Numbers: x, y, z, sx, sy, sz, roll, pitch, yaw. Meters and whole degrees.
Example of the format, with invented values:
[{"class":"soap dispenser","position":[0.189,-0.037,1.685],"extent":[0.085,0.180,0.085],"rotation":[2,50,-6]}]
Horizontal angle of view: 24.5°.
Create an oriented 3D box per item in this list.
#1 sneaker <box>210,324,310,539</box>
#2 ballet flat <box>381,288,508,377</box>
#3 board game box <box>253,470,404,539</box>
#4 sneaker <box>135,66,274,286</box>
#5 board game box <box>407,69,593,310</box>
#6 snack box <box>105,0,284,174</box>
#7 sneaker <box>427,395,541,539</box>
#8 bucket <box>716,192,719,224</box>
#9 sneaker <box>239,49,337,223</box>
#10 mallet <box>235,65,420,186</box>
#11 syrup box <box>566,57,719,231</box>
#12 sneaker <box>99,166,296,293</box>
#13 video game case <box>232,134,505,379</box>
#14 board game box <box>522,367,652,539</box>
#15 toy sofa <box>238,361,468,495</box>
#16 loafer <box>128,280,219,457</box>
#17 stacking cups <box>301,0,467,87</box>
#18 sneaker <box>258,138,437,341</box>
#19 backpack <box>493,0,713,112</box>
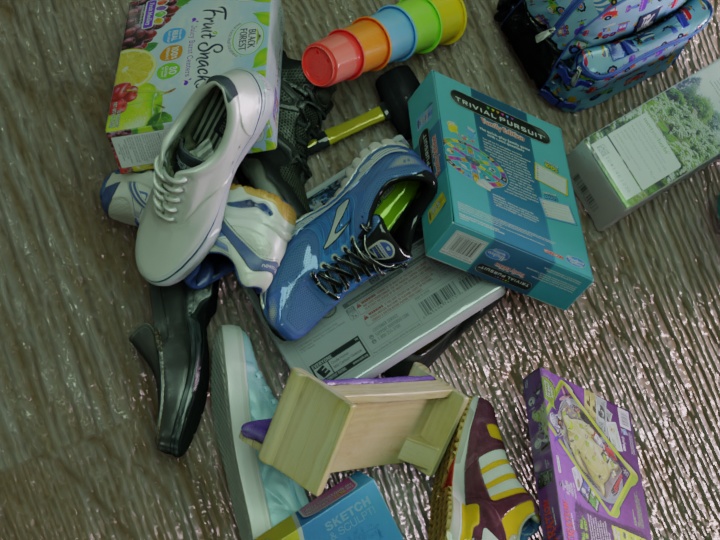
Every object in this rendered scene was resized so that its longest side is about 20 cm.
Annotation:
[{"class":"sneaker","position":[-0.080,0.144,1.449],"extent":[0.081,0.074,0.203],"rotation":[-8,85,-20]},{"class":"ballet flat","position":[0.087,0.020,1.508],"extent":[0.068,0.069,0.201],"rotation":[34,70,15]},{"class":"board game box","position":[-0.044,0.288,1.397],"extent":[0.199,0.040,0.154],"rotation":[-32,104,-17]},{"class":"sneaker","position":[-0.143,-0.077,1.345],"extent":[0.073,0.071,0.202],"rotation":[35,110,25]},{"class":"board game box","position":[0.123,-0.073,1.488],"extent":[0.150,0.047,0.202],"rotation":[21,40,-24]},{"class":"snack box","position":[-0.141,-0.175,1.461],"extent":[0.140,0.053,0.201],"rotation":[-8,42,6]},{"class":"sneaker","position":[0.112,0.195,1.434],"extent":[0.089,0.075,0.201],"rotation":[20,40,-5]},{"class":"bucket","position":[0.436,-0.047,1.531],"extent":[0.134,0.207,0.208],"rotation":[-36,83,-12]},{"class":"sneaker","position":[-0.062,-0.122,1.491],"extent":[0.113,0.076,0.201],"rotation":[-25,58,1]},{"class":"mallet","position":[-0.020,-0.118,1.550],"extent":[0.199,0.041,0.066],"rotation":[-32,79,-13]},{"class":"syrup box","position":[0.297,-0.126,1.585],"extent":[0.199,0.081,0.079],"rotation":[-31,83,-17]},{"class":"sneaker","position":[-0.152,-0.033,1.422],"extent":[0.198,0.075,0.089],"rotation":[10,78,32]},{"class":"video game case","position":[0.000,0.000,1.479],"extent":[0.199,0.023,0.183],"rotation":[-32,66,-3]},{"class":"board game box","position":[0.201,0.191,1.441],"extent":[0.119,0.032,0.202],"rotation":[30,41,-34]},{"class":"toy sofa","position":[-0.005,0.122,1.390],"extent":[0.097,0.199,0.084],"rotation":[32,105,30]},{"class":"loafer","position":[-0.168,0.065,1.455],"extent":[0.071,0.073,0.202],"rotation":[4,64,1]},{"class":"stacking cups","position":[0.019,-0.210,1.526],"extent":[0.061,0.061,0.199],"rotation":[52,45,6]},{"class":"sneaker","position":[-0.009,-0.022,1.413],"extent":[0.078,0.089,0.201],"rotation":[41,85,-33]},{"class":"backpack","position":[0.241,-0.258,1.550],"extent":[0.181,0.200,0.136],"rotation":[-25,80,-17]}]
